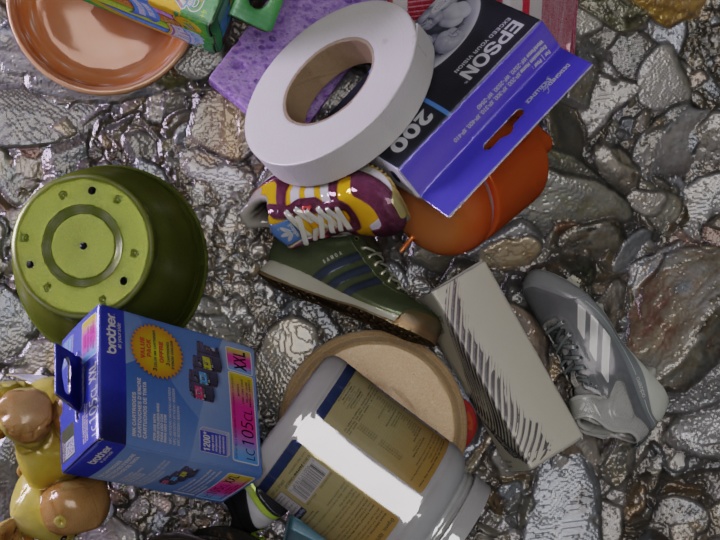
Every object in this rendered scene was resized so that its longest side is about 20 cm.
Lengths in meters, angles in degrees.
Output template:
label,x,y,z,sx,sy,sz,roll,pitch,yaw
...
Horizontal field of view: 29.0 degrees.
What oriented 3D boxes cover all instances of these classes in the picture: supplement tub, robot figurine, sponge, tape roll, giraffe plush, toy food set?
label,x,y,z,sx,sy,sz,roll,pitch,yaw
supplement tub,0.008,0.192,1.305,0.199,0.144,0.145,37,85,1
robot figurine,0.107,-0.091,1.367,0.200,0.143,0.118,-37,112,-39
sponge,-0.055,-0.240,1.440,0.111,0.030,0.201,37,84,0
tape roll,-0.021,-0.172,1.335,0.203,0.202,0.037,-48,129,-4
giraffe plush,-0.294,0.187,1.332,0.171,0.199,0.165,-2,92,-26
toy food set,0.016,0.160,1.404,0.196,0.049,0.202,-26,87,-4

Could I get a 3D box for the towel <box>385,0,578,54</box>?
label,x,y,z,sx,sy,sz,roll,pitch,yaw
towel,0.124,-0.257,1.427,0.197,0.023,0.146,0,107,-2

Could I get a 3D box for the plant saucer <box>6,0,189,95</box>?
label,x,y,z,sx,sy,sz,roll,pitch,yaw
plant saucer,-0.261,-0.278,1.431,0.197,0.037,0.203,0,86,-3

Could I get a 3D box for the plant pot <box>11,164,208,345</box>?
label,x,y,z,sx,sy,sz,roll,pitch,yaw
plant pot,-0.252,-0.014,1.334,0.197,0.193,0.203,0,86,-2

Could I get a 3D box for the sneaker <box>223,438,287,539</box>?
label,x,y,z,sx,sy,sz,roll,pitch,yaw
sneaker,-0.148,0.179,1.384,0.083,0.072,0.201,-39,77,17

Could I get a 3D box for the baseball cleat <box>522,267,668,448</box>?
label,x,y,z,sx,sy,sz,roll,pitch,yaw
baseball cleat,0.224,0.091,1.397,0.200,0.070,0.106,44,59,1

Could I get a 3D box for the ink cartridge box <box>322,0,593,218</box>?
label,x,y,z,sx,sy,sz,roll,pitch,yaw
ink cartridge box,0.085,-0.166,1.305,0.198,0.200,0.043,-47,132,-6

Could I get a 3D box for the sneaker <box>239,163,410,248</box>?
label,x,y,z,sx,sy,sz,roll,pitch,yaw
sneaker,-0.035,-0.053,1.328,0.090,0.199,0.075,-41,118,-24

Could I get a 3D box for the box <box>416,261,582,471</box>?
label,x,y,z,sx,sy,sz,roll,pitch,yaw
box,0.137,0.097,1.394,0.068,0.082,0.201,-29,86,-14

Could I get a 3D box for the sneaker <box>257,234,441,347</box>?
label,x,y,z,sx,sy,sz,roll,pitch,yaw
sneaker,0.000,0.000,1.390,0.198,0.067,0.091,21,78,18

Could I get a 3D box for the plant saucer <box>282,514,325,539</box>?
label,x,y,z,sx,sy,sz,roll,pitch,yaw
plant saucer,0.008,0.311,1.376,0.198,0.070,0.019,27,122,-8

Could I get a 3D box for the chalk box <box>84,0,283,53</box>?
label,x,y,z,sx,sy,sz,roll,pitch,yaw
chalk box,-0.169,-0.298,1.356,0.198,0.124,0.126,20,86,-1

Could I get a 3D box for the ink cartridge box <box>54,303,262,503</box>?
label,x,y,z,sx,sy,sz,roll,pitch,yaw
ink cartridge box,-0.190,0.118,1.237,0.198,0.076,0.138,17,50,-33

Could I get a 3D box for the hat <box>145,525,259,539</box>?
label,x,y,z,sx,sy,sz,roll,pitch,yaw
hat,-0.127,0.308,1.365,0.198,0.081,0.203,12,128,15
